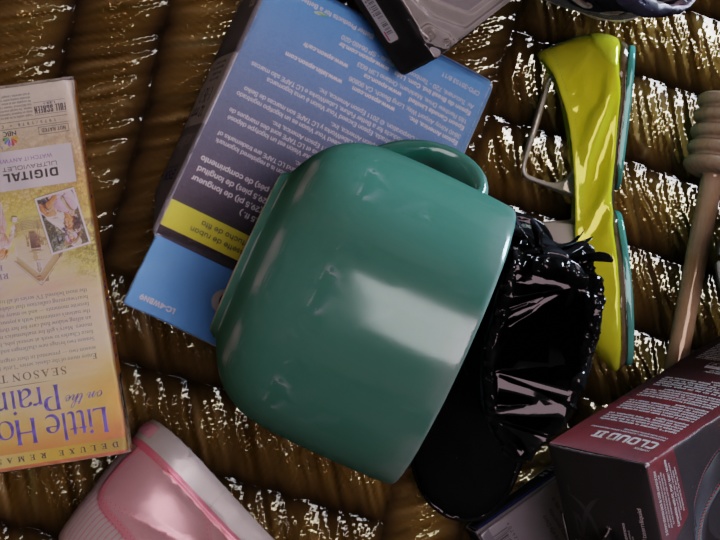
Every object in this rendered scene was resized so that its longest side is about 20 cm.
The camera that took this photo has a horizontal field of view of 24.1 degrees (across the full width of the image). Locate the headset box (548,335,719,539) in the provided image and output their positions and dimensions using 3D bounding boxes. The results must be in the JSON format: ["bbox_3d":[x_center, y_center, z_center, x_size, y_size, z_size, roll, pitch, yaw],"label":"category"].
[{"bbox_3d":[0.196,0.135,0.944,0.200,0.075,0.149,-25,110,-35],"label":"headset box"}]

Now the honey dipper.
[{"bbox_3d":[0.202,-0.008,1.015,0.038,0.038,0.201,17,79,-18],"label":"honey dipper"}]

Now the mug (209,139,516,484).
[{"bbox_3d":[-0.004,0.010,0.852,0.114,0.185,0.152,24,103,-2],"label":"mug"}]

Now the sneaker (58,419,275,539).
[{"bbox_3d":[-0.080,0.186,0.919,0.200,0.075,0.105,47,72,-5],"label":"sneaker"}]

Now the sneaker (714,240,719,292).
[{"bbox_3d":[0.289,-0.053,0.999,0.078,0.090,0.200,42,65,-37],"label":"sneaker"}]

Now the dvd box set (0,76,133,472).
[{"bbox_3d":[-0.205,0.007,0.884,0.146,0.029,0.201,-9,93,-3],"label":"dvd box set"}]

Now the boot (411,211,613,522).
[{"bbox_3d":[0.078,0.062,0.910,0.073,0.162,0.199,11,100,-7],"label":"boot"}]

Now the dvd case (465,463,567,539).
[{"bbox_3d":[0.181,0.164,1.033,0.200,0.025,0.151,-33,100,-15],"label":"dvd case"}]

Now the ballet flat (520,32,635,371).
[{"bbox_3d":[0.129,-0.041,1.002,0.067,0.067,0.201,1,87,3],"label":"ballet flat"}]

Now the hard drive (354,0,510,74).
[{"bbox_3d":[0.056,-0.216,0.947,0.200,0.038,0.140,-40,102,-37],"label":"hard drive"}]

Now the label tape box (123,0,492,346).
[{"bbox_3d":[-0.033,-0.045,0.941,0.143,0.066,0.200,26,85,-17],"label":"label tape box"}]

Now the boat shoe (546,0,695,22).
[{"bbox_3d":[0.161,-0.167,0.944,0.200,0.093,0.075,-11,118,-53],"label":"boat shoe"}]
